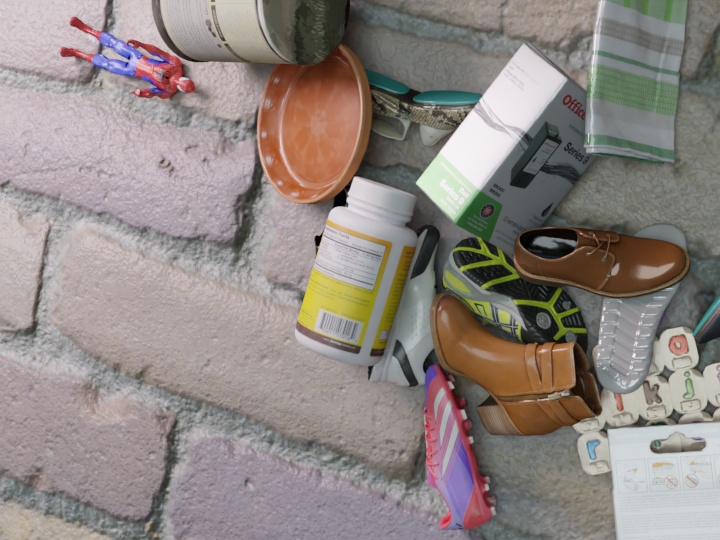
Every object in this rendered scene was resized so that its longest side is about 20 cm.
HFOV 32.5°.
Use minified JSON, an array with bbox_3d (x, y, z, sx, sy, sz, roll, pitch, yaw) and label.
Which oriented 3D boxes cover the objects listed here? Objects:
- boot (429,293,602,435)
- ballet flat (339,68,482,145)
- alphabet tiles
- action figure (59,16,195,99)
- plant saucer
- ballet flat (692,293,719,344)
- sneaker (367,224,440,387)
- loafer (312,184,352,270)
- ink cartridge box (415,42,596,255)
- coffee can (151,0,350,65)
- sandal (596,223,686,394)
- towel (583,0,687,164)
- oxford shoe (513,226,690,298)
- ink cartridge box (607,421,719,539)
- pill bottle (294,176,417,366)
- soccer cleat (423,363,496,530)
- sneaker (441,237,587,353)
[{"bbox_3d":[0.178,0.098,1.404,0.154,0.074,0.201,-16,114,43],"label":"boot"},{"bbox_3d":[0.061,-0.192,1.492,0.198,0.068,0.076,16,117,24],"label":"ballet flat"},{"bbox_3d":[0.343,0.171,1.420,0.198,0.015,0.198,-14,89,19],"label":"alphabet tiles"},{"bbox_3d":[-0.309,-0.272,1.595,0.198,0.099,0.066,23,99,15],"label":"action figure"},{"bbox_3d":[-0.054,-0.181,1.504,0.199,0.032,0.203,-6,83,47],"label":"plant saucer"},{"bbox_3d":[0.443,0.006,1.357,0.073,0.073,0.202,31,98,16],"label":"ballet flat"},{"bbox_3d":[0.069,0.045,1.492,0.079,0.074,0.203,15,97,-3],"label":"sneaker"},{"bbox_3d":[-0.034,-0.015,1.507,0.073,0.071,0.203,16,90,46],"label":"loafer"},{"bbox_3d":[0.180,-0.134,1.394,0.201,0.145,0.084,-52,52,13],"label":"ink cartridge box"},{"bbox_3d":[-0.132,-0.320,1.470,0.198,0.145,0.149,11,95,42],"label":"coffee can"},{"bbox_3d":[0.315,0.043,1.408,0.082,0.050,0.205,18,79,26],"label":"sandal"},{"bbox_3d":[0.309,-0.223,1.362,0.030,0.148,0.203,10,95,49],"label":"towel"},{"bbox_3d":[0.267,-0.015,1.376,0.197,0.071,0.072,2,65,12],"label":"oxford shoe"},{"bbox_3d":[0.368,0.274,1.399,0.160,0.050,0.203,-6,86,18],"label":"ink cartridge box"},{"bbox_3d":[0.000,0.000,1.424,0.108,0.109,0.203,19,97,17],"label":"pill bottle"},{"bbox_3d":[0.102,0.213,1.466,0.076,0.067,0.202,-18,97,8],"label":"soccer cleat"},{"bbox_3d":[0.183,0.042,1.453,0.200,0.075,0.077,41,147,2],"label":"sneaker"}]
